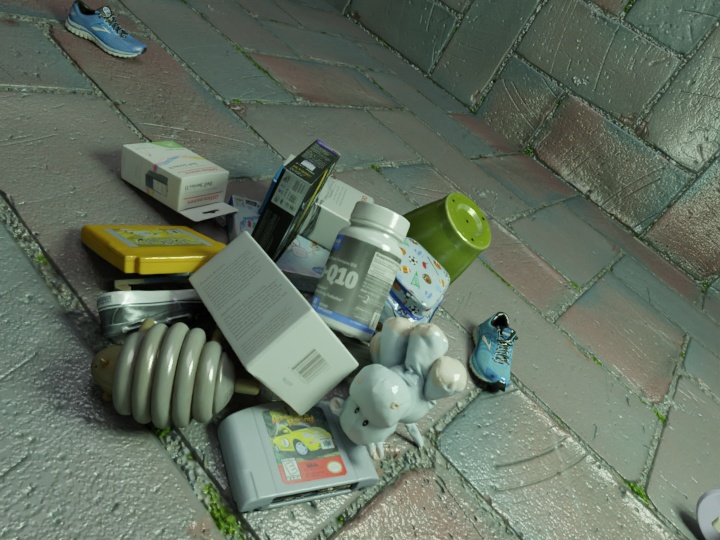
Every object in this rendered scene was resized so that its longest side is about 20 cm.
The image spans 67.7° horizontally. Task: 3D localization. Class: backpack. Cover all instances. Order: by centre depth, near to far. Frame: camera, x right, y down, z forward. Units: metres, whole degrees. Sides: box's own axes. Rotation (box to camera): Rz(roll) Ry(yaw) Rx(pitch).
[{"bbox_3d":[0.057,0.028,0.986,0.190,0.154,0.200,39,31,4],"label":"backpack"}]

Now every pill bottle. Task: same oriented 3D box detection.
[{"bbox_3d":[0.000,0.000,0.856,0.113,0.201,0.114,21,-4,2],"label":"pill bottle"}]

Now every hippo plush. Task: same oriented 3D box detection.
[{"bbox_3d":[0.029,0.164,0.757,0.160,0.201,0.159,-15,53,-42],"label":"hippo plush"}]

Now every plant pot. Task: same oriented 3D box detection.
[{"bbox_3d":[0.156,-0.057,1.108,0.200,0.193,0.201,23,50,-30],"label":"plant pot"}]

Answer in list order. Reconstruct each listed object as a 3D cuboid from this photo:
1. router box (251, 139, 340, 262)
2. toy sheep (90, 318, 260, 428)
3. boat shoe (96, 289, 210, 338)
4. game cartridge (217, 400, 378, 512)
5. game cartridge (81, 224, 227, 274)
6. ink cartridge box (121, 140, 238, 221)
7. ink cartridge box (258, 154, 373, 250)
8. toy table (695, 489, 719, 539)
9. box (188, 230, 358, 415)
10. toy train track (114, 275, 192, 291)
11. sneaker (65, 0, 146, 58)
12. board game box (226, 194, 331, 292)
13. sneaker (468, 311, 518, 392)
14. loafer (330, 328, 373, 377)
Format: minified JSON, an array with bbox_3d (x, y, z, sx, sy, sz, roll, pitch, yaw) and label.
[{"bbox_3d":[-0.118,-0.106,0.904,0.052,0.200,0.157,32,32,-2],"label":"router box"},{"bbox_3d":[-0.221,0.125,0.649,0.198,0.139,0.138,5,36,-7],"label":"toy sheep"},{"bbox_3d":[-0.268,0.065,0.755,0.200,0.071,0.068,4,73,-58],"label":"boat shoe"},{"bbox_3d":[-0.081,0.234,0.707,0.199,0.041,0.133,5,36,-36],"label":"game cartridge"},{"bbox_3d":[-0.299,-0.035,0.810,0.176,0.033,0.199,-3,16,-43],"label":"game cartridge"},{"bbox_3d":[-0.325,-0.168,0.982,0.199,0.068,0.117,29,29,21],"label":"ink cartridge box"},{"bbox_3d":[-0.084,-0.132,1.080,0.199,0.086,0.147,29,31,-9],"label":"ink cartridge box"},{"bbox_3d":[0.678,0.477,0.907,0.199,0.185,0.117,30,13,21],"label":"toy table"},{"bbox_3d":[-0.120,0.070,0.733,0.200,0.106,0.152,43,-9,42],"label":"box"},{"bbox_3d":[-0.266,0.024,0.818,0.199,0.115,0.033,-3,86,-27],"label":"toy train track"},{"bbox_3d":[-0.631,-0.603,1.339,0.199,0.089,0.079,25,33,-11],"label":"sneaker"},{"bbox_3d":[-0.151,-0.048,1.028,0.199,0.043,0.200,13,36,-28],"label":"board game box"},{"bbox_3d":[0.269,0.152,1.069,0.078,0.090,0.200,25,33,-9],"label":"sneaker"},{"bbox_3d":[-0.021,0.142,0.864,0.199,0.070,0.070,26,-5,-32],"label":"loafer"}]
